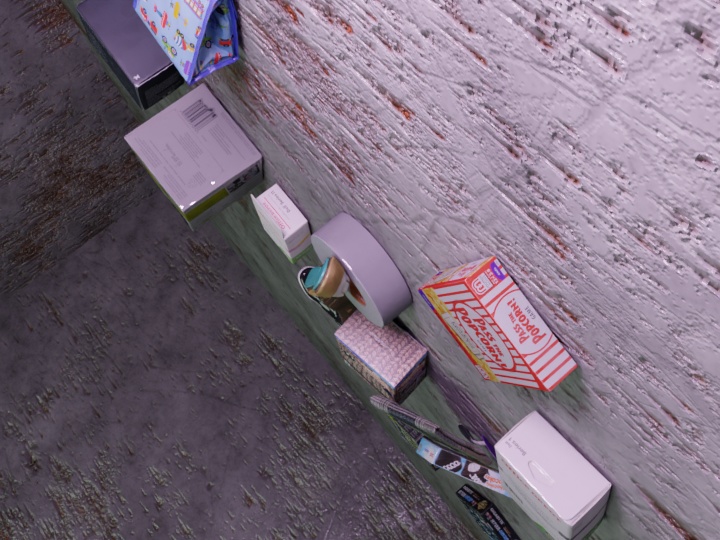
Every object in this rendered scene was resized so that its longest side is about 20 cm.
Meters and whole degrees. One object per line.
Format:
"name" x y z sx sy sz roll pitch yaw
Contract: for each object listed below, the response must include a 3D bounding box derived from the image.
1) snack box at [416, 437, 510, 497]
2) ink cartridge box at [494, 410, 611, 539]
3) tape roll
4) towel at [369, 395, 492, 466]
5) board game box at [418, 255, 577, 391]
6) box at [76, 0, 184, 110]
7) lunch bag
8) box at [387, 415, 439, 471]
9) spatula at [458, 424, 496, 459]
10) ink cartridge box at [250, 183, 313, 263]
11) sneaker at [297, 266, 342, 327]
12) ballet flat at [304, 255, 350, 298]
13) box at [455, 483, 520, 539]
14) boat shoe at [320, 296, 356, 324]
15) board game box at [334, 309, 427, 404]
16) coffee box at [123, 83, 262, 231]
"snack box" 0.220 0.397 1.461 0.199 0.037 0.116 25 173 -9
"ink cartridge box" 0.274 0.309 1.051 0.146 0.084 0.200 45 167 31
"tape roll" 0.000 0.000 1.245 0.201 0.066 0.200 50 168 14
"towel" 0.141 0.308 1.429 0.200 0.035 0.192 37 166 -37
"board game box" 0.153 0.063 0.865 0.152 0.046 0.200 52 169 -2
"box" -0.486 -0.477 1.564 0.200 0.124 0.197 54 170 -6
"lunch bag" -0.238 -0.379 0.995 0.151 0.094 0.200 54 160 5
"box" 0.163 0.503 2.233 0.200 0.044 0.161 36 160 54
"spatula" 0.238 0.346 1.484 0.057 0.021 0.200 52 170 -12
"ink cartridge box" -0.166 -0.106 1.580 0.117 0.067 0.200 50 170 15
"sneaker" -0.056 0.067 1.698 0.200 0.073 0.112 47 168 -17
"ballet flat" -0.047 0.016 1.201 0.063 0.069 0.200 25 175 -9
"box" 0.357 0.693 2.033 0.159 0.046 0.200 53 169 -7
"boat shoe" -0.019 0.075 1.588 0.200 0.072 0.068 51 -155 -37
"board game box" 0.045 0.173 1.476 0.159 0.097 0.200 40 166 18
"coffee box" -0.347 -0.235 1.561 0.200 0.200 0.198 52 169 3
